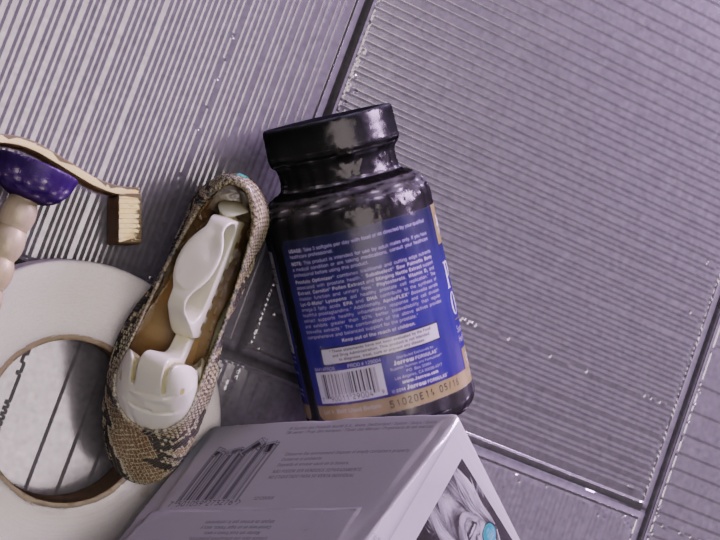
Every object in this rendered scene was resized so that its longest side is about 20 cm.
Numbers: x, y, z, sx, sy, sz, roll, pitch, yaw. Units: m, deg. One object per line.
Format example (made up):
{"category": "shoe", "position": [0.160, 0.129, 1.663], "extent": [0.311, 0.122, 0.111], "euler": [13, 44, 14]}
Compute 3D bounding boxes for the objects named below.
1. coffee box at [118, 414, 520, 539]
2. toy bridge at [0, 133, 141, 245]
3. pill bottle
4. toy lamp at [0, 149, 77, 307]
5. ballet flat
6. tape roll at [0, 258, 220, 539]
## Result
{"category": "coffee box", "position": [-0.027, 0.225, 1.072], "extent": [0.200, 0.199, 0.198], "euler": [-51, 123, -41]}
{"category": "toy bridge", "position": [-0.233, -0.050, 1.126], "extent": [0.199, 0.027, 0.068], "euler": [1, 89, -21]}
{"category": "pill bottle", "position": [0.000, 0.000, 1.173], "extent": [0.111, 0.112, 0.201], "euler": [-15, 97, -20]}
{"category": "toy lamp", "position": [-0.228, 0.030, 1.077], "extent": [0.058, 0.058, 0.201], "euler": [23, 81, -20]}
{"category": "ballet flat", "position": [-0.110, 0.032, 1.111], "extent": [0.068, 0.075, 0.201], "euler": [21, 84, 2]}
{"category": "tape roll", "position": [-0.185, 0.093, 1.144], "extent": [0.202, 0.037, 0.204], "euler": [-1, 92, -22]}
